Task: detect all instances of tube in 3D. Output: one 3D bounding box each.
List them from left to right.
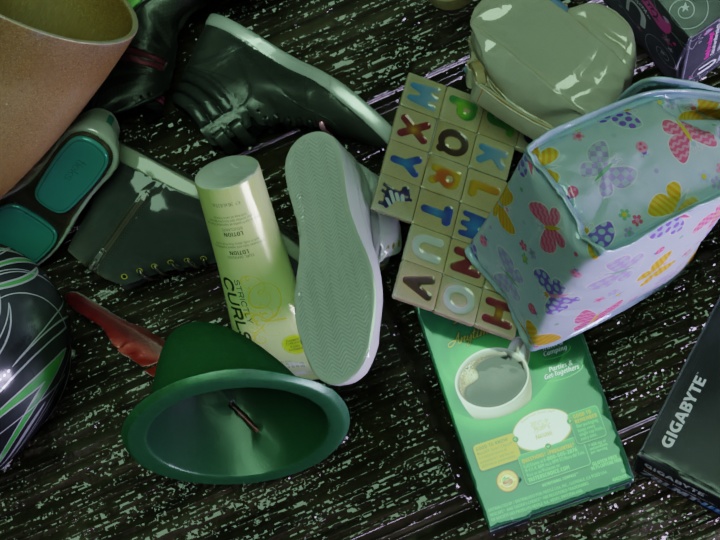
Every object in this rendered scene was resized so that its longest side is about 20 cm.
[{"bbox_3d":[-0.079,0.008,1.428,0.052,0.200,0.058,-32,36,-27],"label":"tube"}]

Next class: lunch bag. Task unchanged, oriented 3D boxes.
[{"bbox_3d":[0.198,-0.052,1.369,0.200,0.170,0.127,-23,71,-23],"label":"lunch bag"}]

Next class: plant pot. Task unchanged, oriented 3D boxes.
[{"bbox_3d":[-0.298,-0.144,1.412,0.186,0.186,0.200,37,114,13],"label":"plant pot"}]

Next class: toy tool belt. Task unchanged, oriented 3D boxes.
[{"bbox_3d":[0.132,-0.171,1.467,0.200,0.123,0.125,38,81,21],"label":"toy tool belt"}]

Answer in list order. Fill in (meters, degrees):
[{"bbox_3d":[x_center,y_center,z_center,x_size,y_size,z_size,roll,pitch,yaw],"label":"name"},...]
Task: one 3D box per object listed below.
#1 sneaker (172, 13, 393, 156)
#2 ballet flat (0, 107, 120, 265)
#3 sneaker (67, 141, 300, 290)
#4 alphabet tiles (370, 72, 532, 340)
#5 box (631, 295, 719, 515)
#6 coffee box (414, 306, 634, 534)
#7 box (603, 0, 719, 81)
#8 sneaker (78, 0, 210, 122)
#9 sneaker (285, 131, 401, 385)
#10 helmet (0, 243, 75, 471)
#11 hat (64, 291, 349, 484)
[{"bbox_3d":[-0.067,-0.124,1.502,0.200,0.071,0.099,30,85,19],"label":"sneaker"},{"bbox_3d":[-0.257,-0.061,1.499,0.200,0.069,0.069,-41,73,31],"label":"ballet flat"},{"bbox_3d":[-0.134,-0.015,1.492,0.200,0.075,0.106,28,94,13],"label":"sneaker"},{"bbox_3d":[0.093,-0.047,1.434,0.167,0.008,0.200,20,60,-8],"label":"alphabet tiles"},{"bbox_3d":[0.338,0.108,1.388,0.198,0.050,0.200,28,70,12],"label":"box"},{"bbox_3d":[0.125,0.092,1.439,0.123,0.044,0.200,-20,76,1],"label":"coffee box"},{"bbox_3d":[0.239,-0.265,1.458,0.115,0.132,0.200,-37,75,-3],"label":"box"},{"bbox_3d":[-0.185,-0.171,1.532,0.084,0.077,0.200,42,89,-3],"label":"sneaker"},{"bbox_3d":[0.000,0.000,1.437,0.074,0.116,0.200,-13,70,23],"label":"sneaker"},{"bbox_3d":[-0.324,0.068,1.434,0.200,0.200,0.191,40,110,14],"label":"helmet"},{"bbox_3d":[-0.116,0.055,1.446,0.200,0.166,0.176,6,52,-19],"label":"hat"}]
